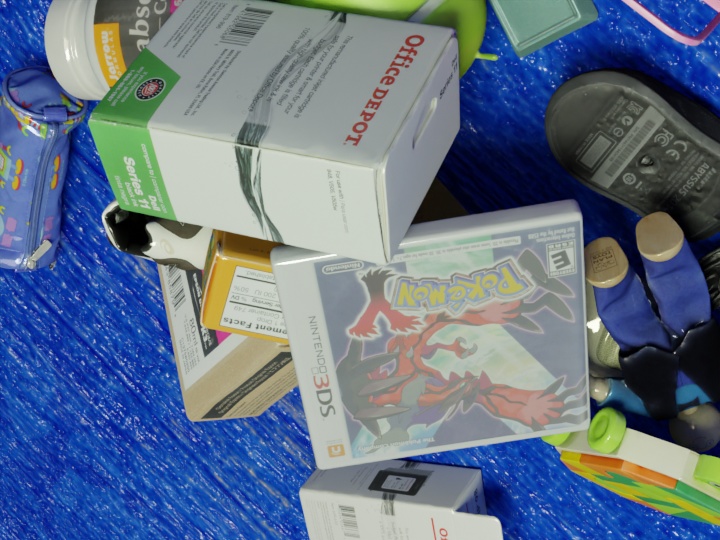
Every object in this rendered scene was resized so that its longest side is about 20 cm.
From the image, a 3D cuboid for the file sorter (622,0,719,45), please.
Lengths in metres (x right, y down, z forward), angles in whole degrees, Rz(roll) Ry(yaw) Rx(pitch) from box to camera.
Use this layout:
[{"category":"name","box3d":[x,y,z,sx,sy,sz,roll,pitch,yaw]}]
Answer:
[{"category":"file sorter","box3d":[0.214,-0.254,0.678,0.138,0.125,0.201,38,127,7]}]

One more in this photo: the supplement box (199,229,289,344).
[{"category":"supplement box","box3d":[-0.009,0.015,0.803,0.197,0.067,0.069,15,123,-13]}]

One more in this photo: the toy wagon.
[{"category":"toy wagon","box3d":[0.227,0.147,0.852,0.154,0.040,0.200,27,168,-17]}]

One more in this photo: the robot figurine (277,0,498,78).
[{"category":"robot figurine","box3d":[0.007,-0.202,0.822,0.200,0.116,0.175,48,136,-5]}]

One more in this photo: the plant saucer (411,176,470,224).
[{"category":"plant saucer","box3d":[0.000,0.000,0.929,0.200,0.048,0.201,50,131,27]}]

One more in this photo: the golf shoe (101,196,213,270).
[{"category":"golf shoe","box3d":[-0.159,-0.056,0.886,0.199,0.093,0.079,31,116,52]}]

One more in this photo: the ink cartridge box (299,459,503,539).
[{"category":"ink cartridge box","box3d":[0.053,0.240,1.056,0.197,0.067,0.117,2,115,29]}]

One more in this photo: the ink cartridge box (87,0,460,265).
[{"category":"ink cartridge box","box3d":[-0.048,-0.096,0.750,0.197,0.147,0.084,13,139,21]}]

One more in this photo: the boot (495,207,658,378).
[{"category":"boot","box3d":[0.142,0.066,0.919,0.153,0.072,0.202,24,124,13]}]

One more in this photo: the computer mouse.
[{"category":"computer mouse","box3d":[0.217,-0.072,0.821,0.199,0.053,0.139,37,128,-6]}]

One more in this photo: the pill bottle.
[{"category":"pill bottle","box3d":[-0.144,-0.184,0.919,0.197,0.116,0.118,3,116,27]}]

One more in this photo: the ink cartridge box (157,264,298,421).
[{"category":"ink cartridge box","box3d":[-0.096,-0.001,0.939,0.165,0.074,0.202,-41,57,48]}]

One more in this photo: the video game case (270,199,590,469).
[{"category":"video game case","box3d":[0.053,0.049,0.777,0.197,0.023,0.184,-9,125,2]}]

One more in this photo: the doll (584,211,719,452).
[{"category":"doll","box3d":[0.213,0.056,0.823,0.135,0.049,0.201,-25,125,9]}]

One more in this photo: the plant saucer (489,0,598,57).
[{"category":"plant saucer","box3d":[0.092,-0.250,0.815,0.069,0.019,0.202,-22,104,36]}]

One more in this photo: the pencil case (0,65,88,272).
[{"category":"pencil case","box3d":[-0.306,-0.086,1.081,0.087,0.077,0.202,51,134,34]}]
